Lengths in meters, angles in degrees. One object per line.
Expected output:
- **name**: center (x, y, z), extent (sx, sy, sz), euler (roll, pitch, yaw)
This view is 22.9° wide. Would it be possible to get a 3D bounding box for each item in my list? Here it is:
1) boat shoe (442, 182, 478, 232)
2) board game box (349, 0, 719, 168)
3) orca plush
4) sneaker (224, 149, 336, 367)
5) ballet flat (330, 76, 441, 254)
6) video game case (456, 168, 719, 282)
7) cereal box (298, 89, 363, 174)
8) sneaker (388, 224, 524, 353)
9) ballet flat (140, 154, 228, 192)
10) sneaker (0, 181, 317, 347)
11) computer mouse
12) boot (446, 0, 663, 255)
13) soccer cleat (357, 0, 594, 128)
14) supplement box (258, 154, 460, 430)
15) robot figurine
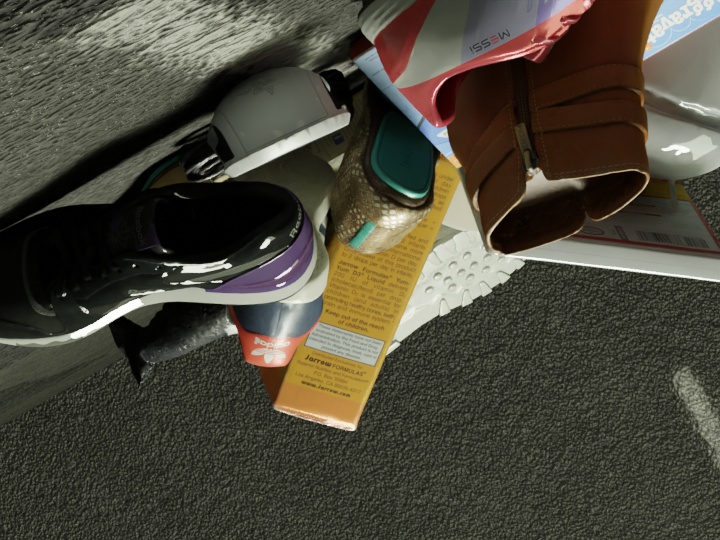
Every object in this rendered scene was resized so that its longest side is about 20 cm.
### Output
- **boat shoe**: center (0.117, -0.069, 1.223), extent (0.199, 0.072, 0.069), euler (4, -158, 20)
- **board game box**: center (0.104, -0.137, 0.964), extent (0.200, 0.103, 0.019), euler (-29, -143, 25)
- **orca plush**: center (-0.100, -0.006, 1.243), extent (0.200, 0.071, 0.105), euler (-23, -138, 21)
- **sneaker**: center (-0.057, -0.011, 1.134), extent (0.075, 0.085, 0.200), euler (11, -151, -4)
- **ballet flat**: center (0.018, -0.074, 1.062), extent (0.065, 0.070, 0.200), euler (-53, -174, 32)
- **video game case**: center (0.132, -0.051, 1.088), extent (0.143, 0.017, 0.200), euler (7, -155, -9)
- **cereal box**: center (-0.042, -0.077, 1.284), extent (0.200, 0.040, 0.144), euler (-28, 178, 6)
- **sneaker**: center (0.040, -0.009, 1.318), extent (0.200, 0.081, 0.076), euler (-29, 135, 5)
- **ballet flat**: center (-0.123, -0.022, 1.130), extent (0.069, 0.063, 0.200), euler (-28, 179, -19)
- **sneaker**: center (-0.125, -0.015, 0.928), extent (0.199, 0.076, 0.088), euler (-11, 164, 0)
- **computer mouse**: center (-0.047, -0.083, 0.949), extent (0.109, 0.044, 0.200), euler (-24, -176, -5)
- **boot**: center (0.124, -0.106, 0.871), extent (0.200, 0.074, 0.155), euler (-40, -142, 33)
- **soccer cleat**: center (0.090, -0.141, 0.831), extent (0.200, 0.073, 0.068), euler (-30, 178, 31)
- **supplement box**: center (0.000, 0.000, 1.173), extent (0.067, 0.069, 0.200), euler (-119, -132, -66)
- **robot figurine**: center (0.189, -0.139, 1.033), extent (0.113, 0.169, 0.201), euler (-18, 132, -67)
